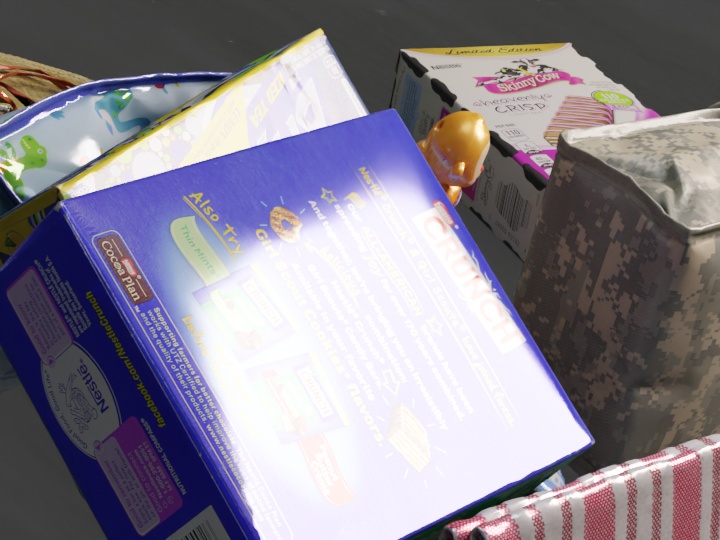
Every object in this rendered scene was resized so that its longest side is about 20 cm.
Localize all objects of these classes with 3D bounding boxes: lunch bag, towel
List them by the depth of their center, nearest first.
[{"bbox_3d":[0.105,0.144,0.963,0.200,0.147,0.030,-14,24,-40],"label":"towel"},{"bbox_3d":[-0.144,-0.022,1.134,0.170,0.128,0.200,-24,10,38],"label":"lunch bag"},{"bbox_3d":[0.183,0.005,1.236,0.200,0.164,0.118,-11,38,-38],"label":"lunch bag"}]

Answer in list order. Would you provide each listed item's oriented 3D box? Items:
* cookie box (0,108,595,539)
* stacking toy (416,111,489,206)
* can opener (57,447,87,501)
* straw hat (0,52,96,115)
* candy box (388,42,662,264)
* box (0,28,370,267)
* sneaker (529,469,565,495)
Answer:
[{"bbox_3d":[-0.024,0.041,0.925,0.200,0.075,0.171,-19,74,-48],"label":"cookie box"},{"bbox_3d":[0.000,0.000,1.115,0.110,0.200,0.116,33,26,-15],"label":"stacking toy"},{"bbox_3d":[-0.103,0.100,0.980,0.053,0.067,0.200,26,7,-22],"label":"can opener"},{"bbox_3d":[-0.211,-0.062,1.304,0.201,0.085,0.201,15,15,-4],"label":"straw hat"},{"bbox_3d":[0.121,-0.077,1.483,0.136,0.061,0.200,-5,31,-28],"label":"candy box"},{"bbox_3d":[-0.074,-0.035,1.034,0.064,0.070,0.200,-23,10,41],"label":"box"},{"bbox_3d":[0.012,0.106,1.073,0.200,0.079,0.089,0,27,-22],"label":"sneaker"}]
